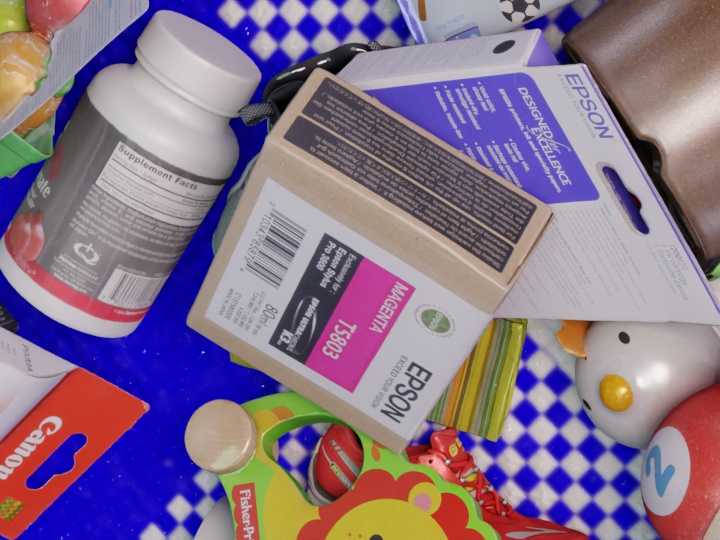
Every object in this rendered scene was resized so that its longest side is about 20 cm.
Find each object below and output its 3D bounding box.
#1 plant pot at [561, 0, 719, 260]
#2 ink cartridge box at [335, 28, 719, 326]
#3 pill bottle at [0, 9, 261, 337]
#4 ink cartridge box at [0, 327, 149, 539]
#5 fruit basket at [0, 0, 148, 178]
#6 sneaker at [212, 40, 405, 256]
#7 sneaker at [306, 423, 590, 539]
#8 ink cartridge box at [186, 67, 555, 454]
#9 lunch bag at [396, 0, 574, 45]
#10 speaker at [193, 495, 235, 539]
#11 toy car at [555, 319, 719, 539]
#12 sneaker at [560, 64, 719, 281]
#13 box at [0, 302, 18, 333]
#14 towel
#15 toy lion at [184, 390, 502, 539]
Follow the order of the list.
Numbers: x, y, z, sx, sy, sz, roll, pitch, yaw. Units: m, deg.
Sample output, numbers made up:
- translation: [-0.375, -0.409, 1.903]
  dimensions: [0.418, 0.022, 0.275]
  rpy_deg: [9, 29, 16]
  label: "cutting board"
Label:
- translation: [0.232, -0.121, 1.057]
  dimensions: [0.197, 0.200, 0.201]
  rpy_deg: [-34, 88, 5]
  label: "plant pot"
- translation: [0.104, -0.050, 1.107]
  dimensions: [0.199, 0.043, 0.199]
  rpy_deg: [2, 135, 46]
  label: "ink cartridge box"
- translation: [-0.149, -0.065, 1.256]
  dimensions: [0.110, 0.111, 0.201]
  rpy_deg: [36, 107, 9]
  label: "pill bottle"
- translation: [-0.262, 0.118, 1.287]
  dimensions: [0.162, 0.050, 0.199]
  rpy_deg: [-43, 128, 18]
  label: "ink cartridge box"
- translation: [-0.202, -0.150, 1.238]
  dimensions: [0.199, 0.186, 0.094]
  rpy_deg: [-34, 124, 18]
  label: "fruit basket"
- translation: [-0.047, -0.076, 1.201]
  dimensions: [0.200, 0.140, 0.078]
  rpy_deg: [-46, 68, 15]
  label: "sneaker"
- translation: [0.059, 0.147, 1.244]
  dimensions: [0.198, 0.077, 0.086]
  rpy_deg: [17, 98, 14]
  label: "sneaker"
- translation: [0.000, 0.000, 1.137]
  dimensions: [0.164, 0.075, 0.200]
  rpy_deg: [31, 141, 3]
  label: "ink cartridge box"
- translation: [0.080, -0.253, 1.149]
  dimensions: [0.169, 0.124, 0.201]
  rpy_deg: [-24, 98, 21]
  label: "lunch bag"
- translation: [-0.020, 0.224, 1.278]
  dimensions: [0.199, 0.081, 0.082]
  rpy_deg: [22, 105, 13]
  label: "speaker"
- translation: [0.188, 0.081, 1.153]
  dimensions: [0.199, 0.176, 0.185]
  rpy_deg: [35, 119, 23]
  label: "toy car"
- translation: [0.150, -0.064, 1.175]
  dimensions: [0.199, 0.084, 0.077]
  rpy_deg: [34, 106, 10]
  label: "sneaker"
- translation: [-0.360, 0.012, 1.337]
  dimensions: [0.122, 0.106, 0.200]
  rpy_deg: [-42, 85, 17]
  label: "box"
- translation: [0.009, 0.048, 1.273]
  dimensions: [0.198, 0.018, 0.087]
  rpy_deg: [15, 102, 15]
  label: "towel"
- translation: [-0.006, 0.171, 1.205]
  dimensions: [0.190, 0.069, 0.202]
  rpy_deg: [-11, 72, 11]
  label: "toy lion"
